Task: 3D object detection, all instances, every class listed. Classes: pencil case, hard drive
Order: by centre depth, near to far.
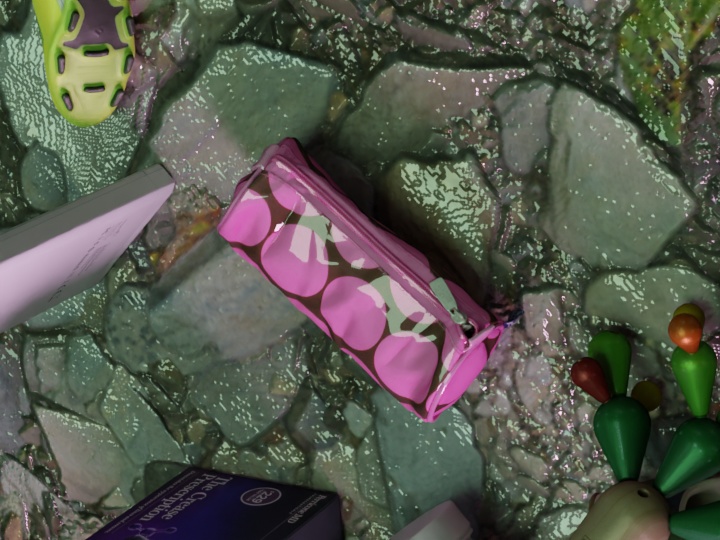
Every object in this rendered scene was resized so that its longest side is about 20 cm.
[{"bbox_3d":[0.000,0.000,1.071,0.200,0.091,0.094,39,161,12],"label":"pencil case"},{"bbox_3d":[-0.225,0.001,1.149,0.027,0.200,0.132,50,128,6],"label":"hard drive"}]

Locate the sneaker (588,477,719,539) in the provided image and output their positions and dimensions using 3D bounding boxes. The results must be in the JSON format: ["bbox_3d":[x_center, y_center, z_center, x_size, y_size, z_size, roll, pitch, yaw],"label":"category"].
[{"bbox_3d":[0.189,0.200,0.977,0.090,0.201,0.067,-21,133,20],"label":"sneaker"}]

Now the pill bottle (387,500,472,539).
[{"bbox_3d":[0.085,0.256,1.104,0.113,0.113,0.200,-38,87,38],"label":"pill bottle"}]

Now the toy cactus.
[{"bbox_3d":[0.181,0.117,0.960,0.165,0.102,0.200,-45,66,-5],"label":"toy cactus"}]

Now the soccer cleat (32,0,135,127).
[{"bbox_3d":[-0.199,-0.199,1.149,0.084,0.065,0.201,34,136,55],"label":"soccer cleat"}]

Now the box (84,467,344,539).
[{"bbox_3d":[-0.120,0.220,1.171,0.141,0.200,0.079,8,114,31],"label":"box"}]
